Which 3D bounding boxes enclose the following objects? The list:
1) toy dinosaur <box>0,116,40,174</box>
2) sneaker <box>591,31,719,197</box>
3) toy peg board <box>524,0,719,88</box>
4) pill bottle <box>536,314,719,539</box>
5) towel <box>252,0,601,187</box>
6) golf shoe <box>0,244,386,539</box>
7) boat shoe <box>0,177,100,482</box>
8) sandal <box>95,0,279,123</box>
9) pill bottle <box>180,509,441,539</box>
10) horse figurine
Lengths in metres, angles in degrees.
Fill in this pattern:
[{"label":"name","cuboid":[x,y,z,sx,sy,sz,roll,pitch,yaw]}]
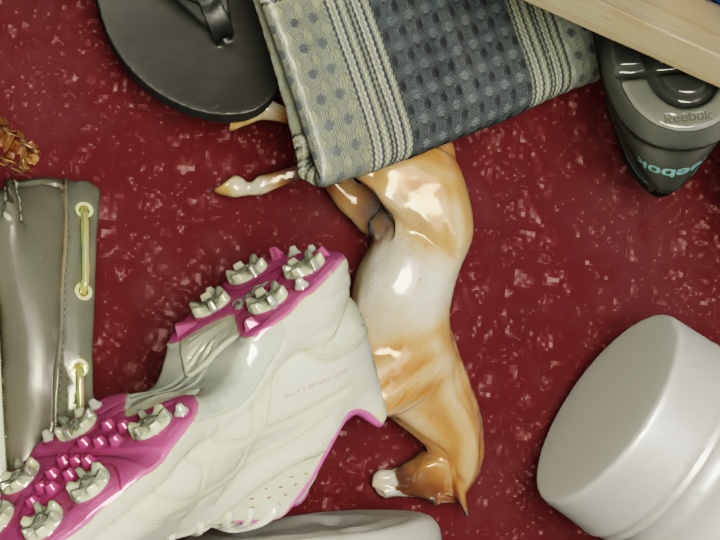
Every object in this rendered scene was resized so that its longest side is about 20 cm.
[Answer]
[{"label":"toy dinosaur","cuboid":[-0.216,-0.095,0.798,0.200,0.136,0.102,6,105,-5]},{"label":"sneaker","cuboid":[0.124,-0.125,0.931,0.075,0.079,0.200,0,61,3]},{"label":"toy peg board","cuboid":[0.111,-0.203,0.846,0.200,0.098,0.199,21,55,-15]},{"label":"pill bottle","cuboid":[0.184,0.112,0.922,0.200,0.114,0.114,35,79,-13]},{"label":"towel","cuboid":[0.012,-0.150,0.887,0.193,0.035,0.200,-24,100,-41]},{"label":"golf shoe","cuboid":[-0.062,0.076,0.816,0.200,0.075,0.092,-41,118,-28]},{"label":"boat shoe","cuboid":[-0.124,0.062,0.853,0.060,0.072,0.202,-6,86,-12]},{"label":"sandal","cuboid":[-0.078,-0.157,0.873,0.075,0.045,0.200,-11,83,-12]},{"label":"pill bottle","cuboid":[-0.013,0.202,0.860,0.111,0.111,0.200,-5,89,-17]},{"label":"horse figurine","cuboid":[0.000,0.000,0.905,0.132,0.050,0.200,7,88,-10]}]
